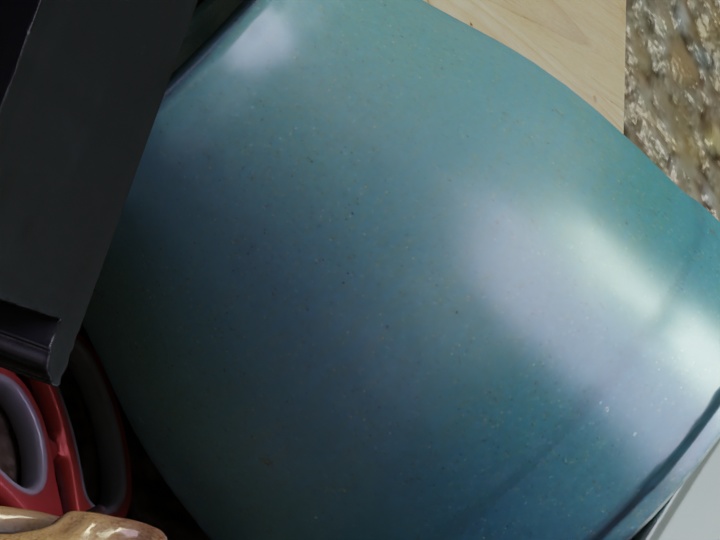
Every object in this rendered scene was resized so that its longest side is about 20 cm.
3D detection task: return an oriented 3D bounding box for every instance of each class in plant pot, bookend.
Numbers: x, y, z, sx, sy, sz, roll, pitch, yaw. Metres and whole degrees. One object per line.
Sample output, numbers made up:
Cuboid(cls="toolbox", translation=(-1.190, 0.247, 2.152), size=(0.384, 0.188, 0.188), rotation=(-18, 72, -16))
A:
Cuboid(cls="plant pot", translation=(0.000, 0.000, 0.862), size=(0.188, 0.200, 0.200), rotation=(47, 40, -11))
Cuboid(cls="bookend", translation=(-0.118, -0.087, 0.698), size=(0.199, 0.092, 0.201), rotation=(26, 83, -73))

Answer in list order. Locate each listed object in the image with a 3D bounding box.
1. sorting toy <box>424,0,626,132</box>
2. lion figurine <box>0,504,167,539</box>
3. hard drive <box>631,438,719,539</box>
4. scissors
Cuboid(cls="sorting toy", translation=(0.015, -0.123, 1.035), size=(0.200, 0.069, 0.199), rotation=(33, 49, -38))
Cuboid(cls="lion figurine", translation=(-0.120, 0.132, 0.749), size=(0.122, 0.072, 0.201), rotation=(21, 42, -26))
Cuboid(cls="hard drive", translation=(0.047, 0.142, 0.843), size=(0.026, 0.200, 0.132), rotation=(39, 39, 3))
Cuboid(cls="scissors", translation=(-0.081, 0.114, 0.842), size=(0.073, 0.014, 0.201), rotation=(-10, 79, -55))
